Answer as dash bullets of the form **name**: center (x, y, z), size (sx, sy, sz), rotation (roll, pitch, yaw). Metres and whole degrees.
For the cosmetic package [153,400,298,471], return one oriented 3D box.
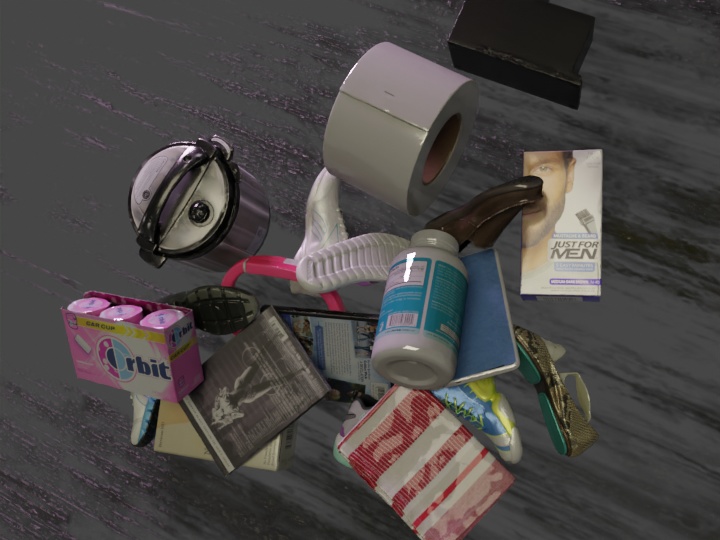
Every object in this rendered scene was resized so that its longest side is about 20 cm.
- **cosmetic package**: center (-0.196, 0.228, 1.175), size (0.198, 0.071, 0.106), rotation (3, 83, 16)

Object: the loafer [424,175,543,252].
- **loafer**: center (0.178, -0.070, 1.096), size (0.199, 0.073, 0.072), rotation (-27, 86, 48)

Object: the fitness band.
- **fitness band**: center (-0.116, 0.054, 1.165), size (0.198, 0.037, 0.145), rotation (10, 115, 16)

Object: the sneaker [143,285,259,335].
- **sneaker**: center (-0.234, 0.051, 1.159), size (0.198, 0.079, 0.076), rotation (-7, 106, 19)

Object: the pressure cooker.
- **pressure cooker**: center (-0.239, -0.096, 1.172), size (0.177, 0.200, 0.178), rotation (-11, 79, 14)

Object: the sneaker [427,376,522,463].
- **sneaker**: center (0.144, 0.178, 1.084), size (0.104, 0.076, 0.201), rotation (-21, 65, 2)

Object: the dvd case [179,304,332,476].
- **dvd case**: center (-0.156, 0.170, 1.122), size (0.200, 0.016, 0.149), rotation (-40, 75, 10)

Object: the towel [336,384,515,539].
- **towel**: center (0.084, 0.253, 1.042), size (0.200, 0.023, 0.144), rotation (44, 83, 8)

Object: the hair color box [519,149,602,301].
- **hair color box**: center (0.277, -0.061, 1.096), size (0.108, 0.065, 0.202), rotation (0, 80, 16)

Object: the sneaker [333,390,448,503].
- **sneaker**: center (0.065, 0.225, 1.087), size (0.198, 0.078, 0.141), rotation (18, 101, 17)

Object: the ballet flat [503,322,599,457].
- **ballet flat**: center (0.259, 0.149, 1.074), size (0.075, 0.068, 0.201), rotation (-25, 80, -12)

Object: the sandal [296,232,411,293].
- **sandal**: center (-0.002, -0.006, 1.138), size (0.201, 0.050, 0.083), rotation (-7, 59, -25)

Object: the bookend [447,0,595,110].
- **bookend**: center (0.255, -0.366, 1.136), size (0.197, 0.092, 0.202), rotation (22, 86, 16)

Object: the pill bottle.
- **pill bottle**: center (0.084, 0.046, 1.051), size (0.110, 0.111, 0.202), rotation (4, 57, 16)

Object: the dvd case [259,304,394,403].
- **dvd case**: center (-0.045, 0.123, 1.142), size (0.198, 0.018, 0.144), rotation (4, 113, 17)

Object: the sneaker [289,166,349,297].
- **sneaker**: center (-0.046, -0.057, 1.187), size (0.079, 0.070, 0.202), rotation (13, 92, 12)

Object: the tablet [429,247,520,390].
- **tablet**: center (0.141, 0.063, 1.092), size (0.129, 0.014, 0.201), rotation (-17, 49, 16)

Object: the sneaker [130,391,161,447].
- **sneaker**: center (-0.333, 0.166, 1.217), size (0.086, 0.075, 0.202), rotation (8, 75, 3)

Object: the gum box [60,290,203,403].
- **gum box**: center (-0.326, 0.104, 1.126), size (0.198, 0.066, 0.115), rotation (8, 117, 25)

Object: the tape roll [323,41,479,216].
- **tape roll**: center (0.058, -0.195, 1.106), size (0.138, 0.203, 0.204), rotation (29, 89, 18)
